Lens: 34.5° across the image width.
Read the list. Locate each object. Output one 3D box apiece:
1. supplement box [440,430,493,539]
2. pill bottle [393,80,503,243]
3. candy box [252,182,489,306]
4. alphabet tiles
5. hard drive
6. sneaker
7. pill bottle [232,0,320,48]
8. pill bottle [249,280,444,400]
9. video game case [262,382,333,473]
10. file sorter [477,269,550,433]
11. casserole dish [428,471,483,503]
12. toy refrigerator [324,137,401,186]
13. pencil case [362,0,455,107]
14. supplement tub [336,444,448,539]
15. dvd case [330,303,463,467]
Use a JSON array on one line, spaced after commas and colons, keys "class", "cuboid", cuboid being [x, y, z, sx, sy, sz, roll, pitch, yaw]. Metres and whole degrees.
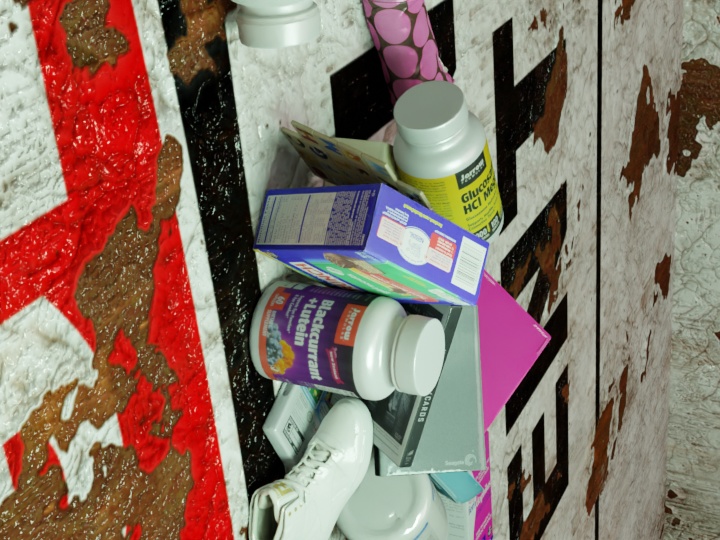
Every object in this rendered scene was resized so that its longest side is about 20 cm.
[{"class": "supplement box", "cuboid": [0.138, 0.345, 1.775, 0.101, 0.102, 0.203, -41, 131, -52]}, {"class": "pill bottle", "cuboid": [0.102, -0.120, 1.381, 0.113, 0.111, 0.202, -63, 148, -34]}, {"class": "candy box", "cuboid": [0.008, -0.025, 1.232, 0.168, 0.198, 0.078, 25, 76, -36]}, {"class": "alphabet tiles", "cuboid": [0.004, -0.096, 1.264, 0.006, 0.198, 0.167, -55, 148, -11]}, {"class": "hard drive", "cuboid": [0.081, 0.145, 1.415, 0.033, 0.137, 0.204, 157, -69, -72]}, {"class": "sneaker", "cuboid": [-0.059, 0.241, 1.327, 0.115, 0.073, 0.203, 13, 100, -57]}, {"class": "pill bottle", "cuboid": [-0.087, -0.320, 1.102, 0.112, 0.110, 0.203, -43, 134, -53]}, {"class": "pill bottle", "cuboid": [-0.013, 0.079, 1.269, 0.111, 0.197, 0.114, -28, 122, -59]}, {"class": "video game case", "cuboid": [-0.046, 0.174, 1.432, 0.184, 0.023, 0.201, -65, 149, -32]}, {"class": "file sorter", "cuboid": [0.129, 0.126, 1.568, 0.139, 0.125, 0.201, 43, 68, -8]}, {"class": "casserole dish", "cuboid": [0.082, 0.242, 1.533, 0.039, 0.121, 0.200, -48, 116, -11]}, {"class": "toy refrigerator", "cuboid": [0.035, -0.117, 1.457, 0.199, 0.075, 0.071, 14, 85, -64]}, {"class": "pencil case", "cuboid": [0.064, -0.286, 1.458, 0.093, 0.091, 0.201, -33, 139, -12]}, {"class": "supplement tub", "cuboid": [0.041, 0.313, 1.502, 0.201, 0.130, 0.134, 66, 39, -63]}, {"class": "dvd case", "cuboid": [0.038, 0.100, 1.342, 0.024, 0.150, 0.203, 2, 113, -38]}]
